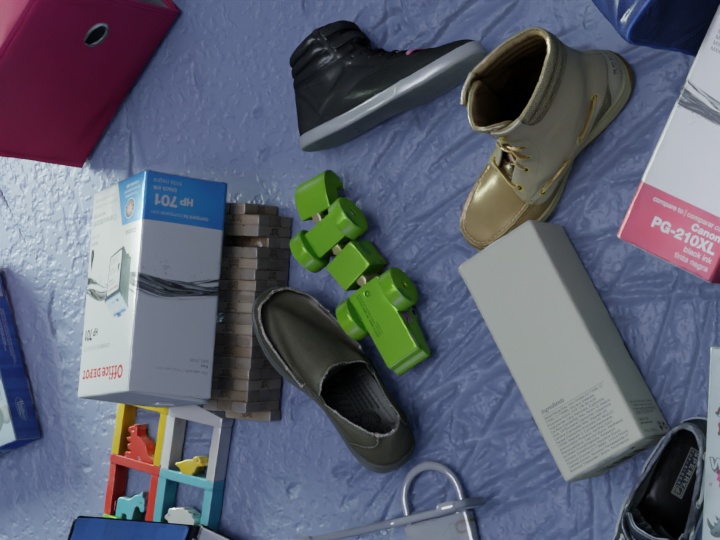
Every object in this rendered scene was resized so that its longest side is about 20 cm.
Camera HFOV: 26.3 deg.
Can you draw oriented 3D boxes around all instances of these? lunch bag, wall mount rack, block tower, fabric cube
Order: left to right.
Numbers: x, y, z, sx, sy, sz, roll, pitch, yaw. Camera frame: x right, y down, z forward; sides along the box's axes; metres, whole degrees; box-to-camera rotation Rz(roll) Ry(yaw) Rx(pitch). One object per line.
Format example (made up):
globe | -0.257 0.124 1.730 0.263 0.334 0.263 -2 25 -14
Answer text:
fabric cube | -0.339 -0.242 1.501 0.200 0.196 0.200 45 110 25
block tower | -0.105 0.039 1.424 0.054 0.058 0.201 2 90 33
wall mount rack | 0.038 0.269 1.311 0.173 0.075 0.201 -20 77 30
lunch bag | 0.226 -0.253 1.143 0.136 0.200 0.132 -50 62 26

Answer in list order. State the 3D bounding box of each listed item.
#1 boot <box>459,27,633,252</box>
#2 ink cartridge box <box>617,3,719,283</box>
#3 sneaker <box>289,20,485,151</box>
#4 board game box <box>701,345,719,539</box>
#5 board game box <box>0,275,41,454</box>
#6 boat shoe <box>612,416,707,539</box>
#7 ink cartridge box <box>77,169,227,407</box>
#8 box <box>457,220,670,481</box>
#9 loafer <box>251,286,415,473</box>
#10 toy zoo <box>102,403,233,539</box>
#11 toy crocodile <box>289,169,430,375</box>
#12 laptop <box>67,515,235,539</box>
boot | 0.120 -0.100 1.228 0.073 0.155 0.200 48 112 24
ink cartridge box | 0.286 -0.096 1.129 0.084 0.145 0.200 29 103 28
sneaker | 0.012 -0.184 1.349 0.200 0.071 0.099 -23 81 34
board game box | 0.302 0.154 1.108 0.064 0.147 0.201 1 89 33
board game box | -0.444 0.113 1.641 0.199 0.043 0.200 -23 76 29
boat shoe | 0.229 0.208 1.198 0.072 0.068 0.200 30 104 30
ink cartridge box | -0.192 0.021 1.419 0.146 0.086 0.201 -14 69 60
box | 0.164 0.064 1.245 0.082 0.068 0.200 -33 71 26
loafer | -0.021 0.084 1.348 0.075 0.070 0.200 -37 72 -19
toy zoo | -0.188 0.197 1.490 0.131 0.020 0.201 9 93 32
toy crocodile | 0.000 0.000 1.363 0.067 0.062 0.200 -41 73 24
laptop | -0.174 0.336 1.399 0.200 0.116 0.188 21 100 19
